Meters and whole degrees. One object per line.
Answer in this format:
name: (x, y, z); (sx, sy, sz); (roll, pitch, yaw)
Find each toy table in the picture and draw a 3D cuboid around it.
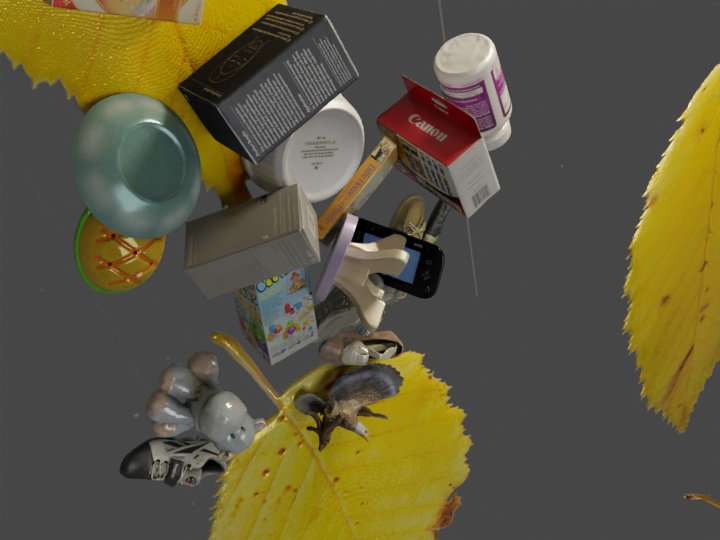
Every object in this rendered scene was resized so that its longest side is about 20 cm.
toy table: (0.000, 0.000, 1.443); (0.200, 0.116, 0.185); (126, -14, -70)

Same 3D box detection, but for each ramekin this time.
ramekin: (-0.083, -0.198, 1.372); (0.201, 0.094, 0.204); (-24, 133, -28)

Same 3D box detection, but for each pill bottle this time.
pill bottle: (0.207, -0.310, 1.546); (0.112, 0.112, 0.201); (-42, 138, -11)

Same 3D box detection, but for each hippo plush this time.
hippo plush: (-0.263, 0.259, 1.483); (0.159, 0.161, 0.201); (-36, 137, -18)

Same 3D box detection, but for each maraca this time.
maraca: (-0.336, -0.063, 1.228); (0.136, 0.107, 0.202); (-4, 113, -43)

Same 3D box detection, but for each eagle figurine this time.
eagle figurine: (-0.019, 0.279, 1.753); (0.200, 0.151, 0.152); (-37, 113, -45)

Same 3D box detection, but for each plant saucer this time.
plant saucer: (-0.292, -0.145, 1.184); (0.200, 0.038, 0.203); (6, 81, -43)

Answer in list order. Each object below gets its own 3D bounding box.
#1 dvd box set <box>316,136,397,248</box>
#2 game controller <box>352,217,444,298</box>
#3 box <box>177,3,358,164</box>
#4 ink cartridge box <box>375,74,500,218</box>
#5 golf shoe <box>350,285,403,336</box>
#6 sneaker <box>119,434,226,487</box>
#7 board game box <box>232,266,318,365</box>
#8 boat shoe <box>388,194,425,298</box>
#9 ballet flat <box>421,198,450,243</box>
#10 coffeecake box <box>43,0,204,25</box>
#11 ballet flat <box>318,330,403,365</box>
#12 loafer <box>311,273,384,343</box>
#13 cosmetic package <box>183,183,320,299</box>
dvd box set: (-0.009, -0.129, 1.481); (0.200, 0.029, 0.146); (-51, 176, 0)
game controller: (0.054, -0.024, 1.560); (0.042, 0.198, 0.105); (-47, 152, -55)
box: (-0.130, -0.267, 1.225); (0.200, 0.148, 0.107); (-41, 127, -11)
ink cartridge box: (0.124, -0.212, 1.471); (0.084, 0.200, 0.176); (-41, 139, -10)
golf shoe: (0.034, 0.026, 1.627); (0.200, 0.097, 0.078); (-49, -178, 14)
sneaker: (-0.325, 0.346, 1.547); (0.199, 0.088, 0.075); (-3, 122, -40)
board game box: (-0.150, 0.040, 1.474); (0.104, 0.103, 0.201); (-28, 134, -25)
boat shoe: (0.088, -0.046, 1.663); (0.073, 0.063, 0.202); (-2, 119, -42)
ballet flat: (0.180, -0.127, 1.683); (0.201, 0.057, 0.066); (-57, 180, 5)
coffeecake box: (-0.284, -0.395, 1.060); (0.199, 0.073, 0.155); (-5, 123, -40)
ballet flat: (0.009, 0.156, 1.733); (0.199, 0.067, 0.069); (-7, 122, -39)
loafer: (-0.030, 0.069, 1.596); (0.199, 0.070, 0.070); (-34, 150, 27)
cosmetic package: (-0.167, -0.044, 1.333); (0.198, 0.108, 0.090); (-18, 139, 9)
